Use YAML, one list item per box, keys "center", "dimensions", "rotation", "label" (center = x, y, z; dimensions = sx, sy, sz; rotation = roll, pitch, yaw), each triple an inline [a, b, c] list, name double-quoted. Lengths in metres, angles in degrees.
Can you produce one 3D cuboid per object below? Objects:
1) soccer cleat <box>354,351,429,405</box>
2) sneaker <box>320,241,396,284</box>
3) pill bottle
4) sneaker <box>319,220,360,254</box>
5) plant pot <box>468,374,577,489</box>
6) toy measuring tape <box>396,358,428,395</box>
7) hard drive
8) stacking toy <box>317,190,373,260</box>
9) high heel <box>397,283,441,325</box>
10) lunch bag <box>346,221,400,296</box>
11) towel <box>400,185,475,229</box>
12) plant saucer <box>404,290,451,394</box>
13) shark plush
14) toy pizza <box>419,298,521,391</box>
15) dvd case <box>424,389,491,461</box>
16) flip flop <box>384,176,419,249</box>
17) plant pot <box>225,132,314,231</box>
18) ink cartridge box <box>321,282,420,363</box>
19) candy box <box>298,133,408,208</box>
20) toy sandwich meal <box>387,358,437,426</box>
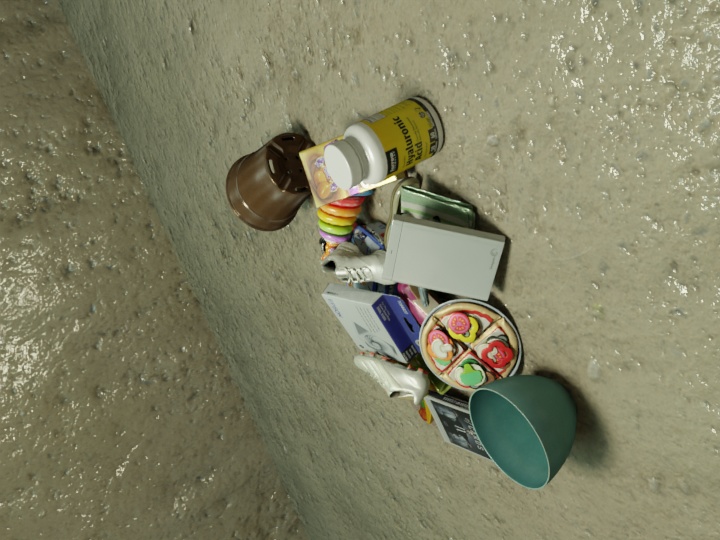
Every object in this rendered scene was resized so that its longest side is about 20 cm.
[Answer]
- center: [0.059, 0.231, 1.696]
  dimensions: [0.198, 0.079, 0.069]
  rotation: [14, 168, 37]
  label: "soccer cleat"
- center: [0.000, 0.000, 1.606]
  dimensions: [0.198, 0.087, 0.076]
  rotation: [12, 125, 46]
  label: "sneaker"
- center: [0.038, -0.217, 1.368]
  dimensions: [0.111, 0.198, 0.112]
  rotation: [44, 151, 33]
  label: "pill bottle"
- center: [-0.062, -0.063, 1.843]
  dimensions: [0.072, 0.097, 0.200]
  rotation: [62, 157, -5]
  label: "sneaker"
- center: [0.310, 0.267, 1.409]
  dimensions: [0.200, 0.134, 0.202]
  rotation: [44, 150, 33]
  label: "plant pot"
- center: [0.090, 0.220, 1.771]
  dimensions: [0.200, 0.073, 0.074]
  rotation: [50, 154, 40]
  label: "toy measuring tape"
- center: [0.144, -0.022, 1.390]
  dimensions: [0.197, 0.027, 0.133]
  rotation: [11, 127, 2]
  label: "hard drive"
- center: [-0.054, -0.101, 1.693]
  dimensions: [0.109, 0.115, 0.203]
  rotation: [34, 120, 48]
  label: "stacking toy"
- center: [0.142, 0.099, 1.571]
  dimensions: [0.201, 0.067, 0.096]
  rotation: [51, 168, -5]
  label: "high heel"
- center: [0.038, 0.002, 1.698]
  dimensions: [0.160, 0.075, 0.203]
  rotation: [45, 139, 45]
  label: "lunch bag"
- center: [0.142, -0.055, 1.478]
  dimensions: [0.151, 0.023, 0.202]
  rotation: [19, 136, 24]
  label: "towel"
- center: [0.164, 0.144, 1.671]
  dimensions: [0.201, 0.047, 0.200]
  rotation: [56, 155, 14]
  label: "plant saucer"
- center: [0.093, -0.022, 1.466]
  dimensions: [0.090, 0.083, 0.202]
  rotation: [18, 134, 25]
  label: "shark plush"
- center: [0.205, 0.148, 1.486]
  dimensions: [0.197, 0.032, 0.203]
  rotation: [8, 118, 16]
  label: "toy pizza"
- center: [0.233, 0.343, 1.719]
  dimensions: [0.199, 0.025, 0.152]
  rotation: [12, 134, 52]
  label: "dvd case"
- center: [0.095, -0.092, 1.543]
  dimensions: [0.057, 0.081, 0.202]
  rotation: [37, 140, 30]
  label: "flip flop"
- center: [-0.192, -0.217, 1.851]
  dimensions: [0.198, 0.199, 0.202]
  rotation: [-26, 92, 57]
  label: "plant pot"
- center: [0.038, 0.115, 1.651]
  dimensions: [0.198, 0.041, 0.201]
  rotation: [9, 144, 41]
  label: "ink cartridge box"
- center: [-0.015, -0.208, 1.533]
  dimensions: [0.198, 0.056, 0.118]
  rotation: [-16, 95, 32]
  label: "candy box"
- center: [0.125, 0.285, 1.862]
  dimensions: [0.205, 0.070, 0.207]
  rotation: [44, 150, 34]
  label: "toy sandwich meal"
